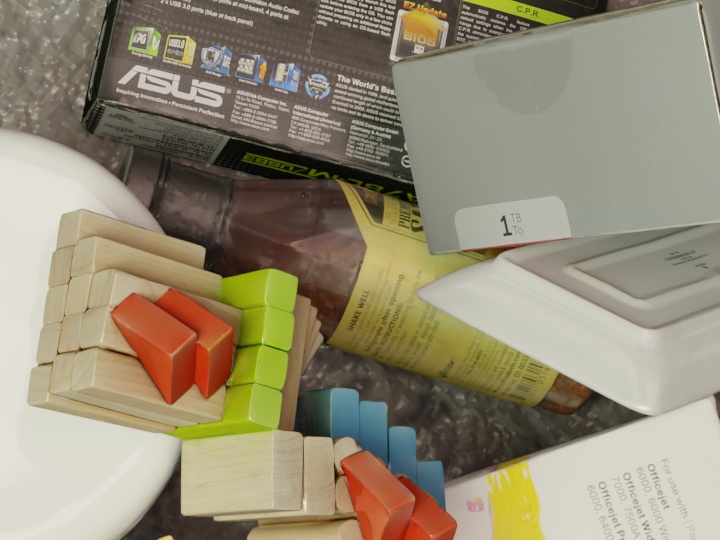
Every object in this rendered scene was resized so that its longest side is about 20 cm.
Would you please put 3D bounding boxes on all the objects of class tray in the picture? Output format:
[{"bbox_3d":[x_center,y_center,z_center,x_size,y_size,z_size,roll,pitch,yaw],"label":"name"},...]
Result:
[{"bbox_3d":[0.121,0.004,0.848,0.107,0.022,0.200,28,27,32],"label":"tray"}]

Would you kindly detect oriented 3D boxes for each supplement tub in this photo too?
[{"bbox_3d":[-0.140,0.044,0.756,0.144,0.200,0.145,4,76,-16],"label":"supplement tub"}]

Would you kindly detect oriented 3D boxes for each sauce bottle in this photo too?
[{"bbox_3d":[0.000,0.000,0.875,0.200,0.066,0.066,18,73,-13],"label":"sauce bottle"}]

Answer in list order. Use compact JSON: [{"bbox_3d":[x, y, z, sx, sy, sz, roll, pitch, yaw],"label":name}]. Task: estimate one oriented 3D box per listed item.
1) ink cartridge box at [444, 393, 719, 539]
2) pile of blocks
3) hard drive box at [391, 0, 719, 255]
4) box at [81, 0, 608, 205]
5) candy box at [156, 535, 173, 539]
[{"bbox_3d":[0.041,0.149,0.809,0.200,0.147,0.145,-17,83,-17],"label":"ink cartridge box"},{"bbox_3d":[-0.009,0.052,0.672,0.200,0.062,0.082,45,58,-26],"label":"pile of blocks"},{"bbox_3d":[0.139,-0.068,0.844,0.200,0.156,0.077,-15,96,-39],"label":"hard drive box"},{"bbox_3d":[0.004,-0.127,0.917,0.200,0.048,0.194,13,73,-12],"label":"box"},{"bbox_3d":[-0.136,0.165,0.730,0.169,0.200,0.077,-24,85,-19],"label":"candy box"}]
